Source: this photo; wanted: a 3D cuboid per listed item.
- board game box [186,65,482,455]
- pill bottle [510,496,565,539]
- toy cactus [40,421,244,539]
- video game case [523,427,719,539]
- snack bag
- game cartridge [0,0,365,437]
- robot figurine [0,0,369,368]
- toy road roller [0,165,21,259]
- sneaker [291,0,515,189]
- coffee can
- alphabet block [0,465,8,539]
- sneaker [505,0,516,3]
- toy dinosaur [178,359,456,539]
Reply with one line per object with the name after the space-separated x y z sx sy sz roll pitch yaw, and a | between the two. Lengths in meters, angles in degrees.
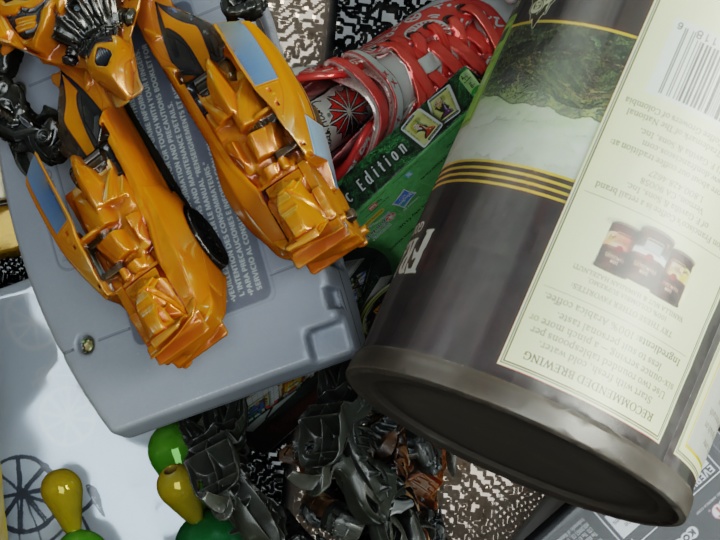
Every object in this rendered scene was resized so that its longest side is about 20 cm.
0.000 0.000 1.098 0.200 0.105 0.023 -42 55 10 | board game box
0.158 0.174 1.110 0.200 0.104 0.104 41 89 1 | pill bottle
-0.079 0.169 1.079 0.165 0.102 0.200 21 48 -9 | toy cactus
0.125 0.186 1.049 0.200 0.026 0.181 -42 90 5 | video game case
-0.174 0.103 1.152 0.199 0.021 0.189 -21 89 0 | snack bag
-0.086 -0.038 1.059 0.133 0.042 0.201 -21 77 20 | game cartridge
-0.087 -0.070 1.014 0.145 0.058 0.200 -35 74 12 | robot figurine
-0.233 -0.057 1.093 0.199 0.146 0.123 -10 89 -1 | toy road roller
0.022 -0.080 1.114 0.201 0.108 0.067 -30 89 -1 | sneaker
0.100 -0.017 0.993 0.146 0.146 0.200 24 78 0 | coffee can
-0.253 0.124 1.007 0.195 0.200 0.197 1 127 -2 | alphabet block
0.058 -0.182 1.070 0.200 0.090 0.078 39 79 -12 | sneaker
0.000 0.109 1.068 0.102 0.200 0.136 -30 118 10 | toy dinosaur
